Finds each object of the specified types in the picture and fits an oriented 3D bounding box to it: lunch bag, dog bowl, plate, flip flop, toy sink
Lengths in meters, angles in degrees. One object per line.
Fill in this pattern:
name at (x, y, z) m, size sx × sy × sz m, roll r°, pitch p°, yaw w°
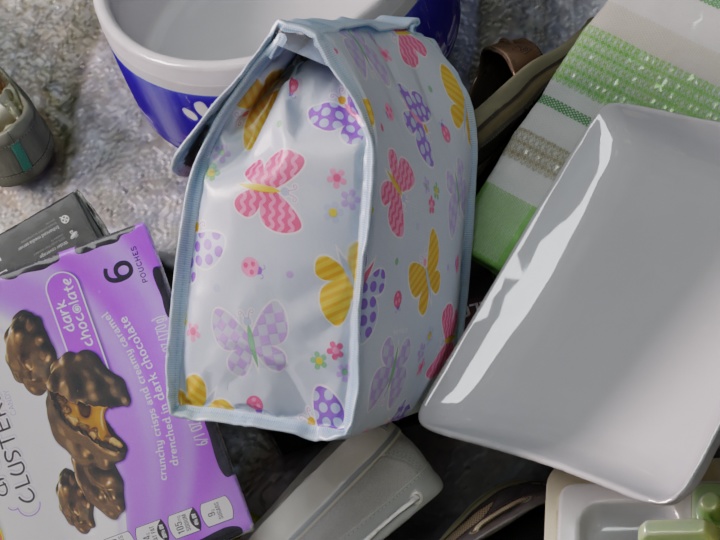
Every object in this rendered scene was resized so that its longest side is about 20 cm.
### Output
lunch bag at (-0.018, -0.028, 1.496) m, size 0.126 × 0.169 × 0.201 m, roll 10°, pitch 99°, yaw 19°
dog bowl at (-0.046, -0.156, 1.683) m, size 0.199 × 0.079 × 0.201 m, roll -11°, pitch 44°, yaw 11°
plate at (0.142, 0.017, 1.456) m, size 0.199 × 0.032 × 0.201 m, roll 15°, pitch 69°, yaw 52°
flip flop at (0.080, -0.095, 1.643) m, size 0.057 × 0.081 × 0.200 m, roll 33°, pitch 38°, yaw 16°
toy sink at (0.149, 0.170, 1.461) m, size 0.111 × 0.200 × 0.131 m, roll -3°, pitch 62°, yaw 11°

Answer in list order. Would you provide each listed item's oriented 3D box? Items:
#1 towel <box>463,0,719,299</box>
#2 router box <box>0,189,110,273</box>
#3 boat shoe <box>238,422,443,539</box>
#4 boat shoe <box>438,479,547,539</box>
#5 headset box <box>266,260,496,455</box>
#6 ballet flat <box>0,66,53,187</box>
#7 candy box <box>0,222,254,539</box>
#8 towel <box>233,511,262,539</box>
towel at (0.156, -0.061, 1.556) m, size 0.149 × 0.031 × 0.200 m, roll 30°, pitch 80°, yaw 30°
router box at (-0.219, 0.038, 1.642) m, size 0.199 × 0.150 × 0.062 m, roll -30°, pitch 86°, yaw -4°
boat shoe at (-0.037, 0.165, 1.568) m, size 0.068 × 0.072 × 0.200 m, roll 42°, pitch 89°, yaw -2°
boat shoe at (0.041, 0.182, 1.535) m, size 0.074 × 0.073 × 0.200 m, roll 40°, pitch 73°, yaw -1°
headset box at (0.000, 0.000, 1.659) m, size 0.148 × 0.077 × 0.201 m, roll -18°, pitch 61°, yaw 4°
ballet flat at (-0.255, -0.130, 1.795) m, size 0.067 × 0.064 × 0.200 m, roll -40°, pitch 61°, yaw -10°
candy box at (-0.175, 0.089, 1.529) m, size 0.199 × 0.072 × 0.169 m, roll -20°, pitch 88°, yaw -5°
towel at (-0.052, 0.178, 1.609) m, size 0.199 × 0.018 × 0.086 m, roll 22°, pitch 68°, yaw 23°
